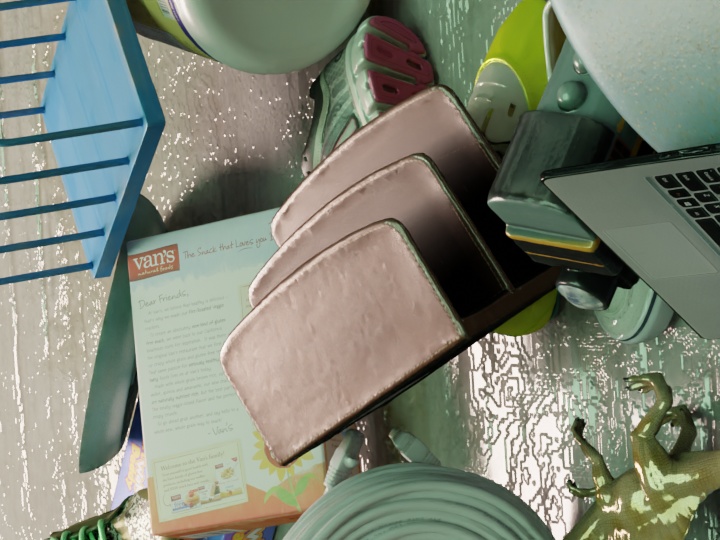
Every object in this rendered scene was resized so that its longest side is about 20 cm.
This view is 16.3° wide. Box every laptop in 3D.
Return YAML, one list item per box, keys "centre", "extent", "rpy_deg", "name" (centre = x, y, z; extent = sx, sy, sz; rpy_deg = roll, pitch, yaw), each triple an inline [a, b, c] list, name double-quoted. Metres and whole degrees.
- centre: [0.208, 0.031, 1.208]
  extent: [0.199, 0.187, 0.117]
  rpy_deg: [-7, 60, 33]
  name: "laptop"

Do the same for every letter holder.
- centre: [0.000, 0.000, 1.450]
  extent: [0.143, 0.100, 0.200]
  rpy_deg: [58, 138, 4]
  name: "letter holder"

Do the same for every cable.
- centre: [0.036, 0.215, 1.480]
  extent: [0.201, 0.199, 0.069]
  rpy_deg: [-59, 7, -4]
  name: "cable"

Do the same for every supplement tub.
- centre: [-0.093, -0.211, 1.620]
  extent: [0.200, 0.145, 0.147]
  rpy_deg: [25, 114, 57]
  name: "supplement tub"

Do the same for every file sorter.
- centre: [-0.218, -0.093, 1.620]
  extent: [0.200, 0.122, 0.140]
  rpy_deg: [118, 138, -58]
  name: "file sorter"

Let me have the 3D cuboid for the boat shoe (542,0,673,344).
- centre: [0.128, -0.058, 1.411]
  extent: [0.074, 0.086, 0.204]
  rpy_deg: [2, 96, 52]
  name: "boat shoe"

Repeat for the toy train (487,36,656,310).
- centre: [0.141, -0.082, 1.324]
  extent: [0.085, 0.114, 0.201]
  rpy_deg: [13, 72, 39]
  name: "toy train"

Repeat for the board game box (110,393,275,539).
- centre: [-0.112, 0.146, 1.780]
  extent: [0.134, 0.045, 0.201]
  rpy_deg: [42, 126, 41]
  name: "board game box"

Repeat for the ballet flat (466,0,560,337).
- centre: [0.086, -0.059, 1.480]
  extent: [0.067, 0.067, 0.202]
  rpy_deg: [12, 104, 53]
  name: "ballet flat"

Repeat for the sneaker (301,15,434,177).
- centre: [0.011, -0.053, 1.577]
  extent: [0.087, 0.073, 0.201]
  rpy_deg: [-26, 69, 50]
  name: "sneaker"

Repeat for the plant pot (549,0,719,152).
- centre: [0.210, -0.154, 1.216]
  extent: [0.196, 0.195, 0.201]
  rpy_deg: [-17, 86, 52]
  name: "plant pot"

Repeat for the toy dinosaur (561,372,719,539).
- centre: [0.166, 0.113, 1.381]
  extent: [0.200, 0.058, 0.102]
  rpy_deg: [-33, 45, 38]
  name: "toy dinosaur"

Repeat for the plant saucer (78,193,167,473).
- centre: [-0.164, 0.046, 1.772]
  extent: [0.200, 0.027, 0.202]
  rpy_deg: [-169, 90, -89]
  name: "plant saucer"

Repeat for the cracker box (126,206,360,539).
- centre: [-0.077, 0.068, 1.657]
  extent: [0.133, 0.058, 0.202]
  rpy_deg: [-11, 78, 25]
  name: "cracker box"

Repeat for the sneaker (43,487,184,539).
- centre: [-0.193, 0.207, 1.783]
  extent: [0.200, 0.088, 0.077]
  rpy_deg: [-35, 67, 48]
  name: "sneaker"
